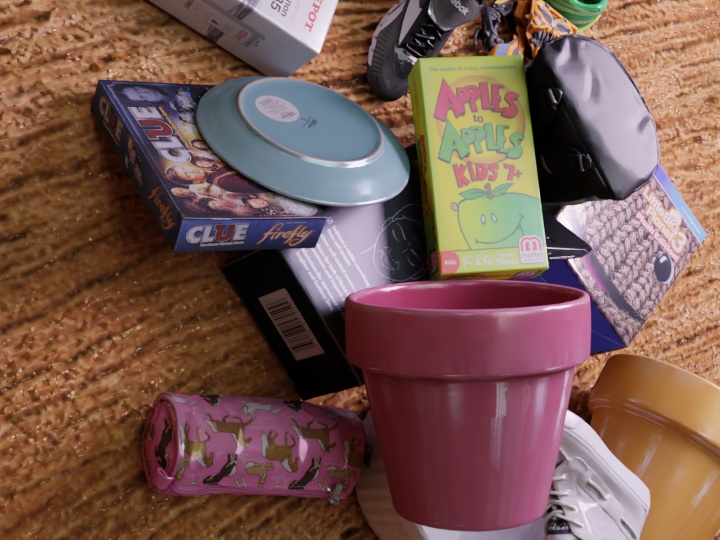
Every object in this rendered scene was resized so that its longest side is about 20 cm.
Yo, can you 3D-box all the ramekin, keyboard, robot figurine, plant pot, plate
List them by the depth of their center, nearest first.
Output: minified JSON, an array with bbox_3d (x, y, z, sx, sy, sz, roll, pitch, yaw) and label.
[{"bbox_3d":[0.088,0.107,0.989,0.199,0.199,0.180,-7,98,-36],"label":"plant pot"},{"bbox_3d":[-0.046,-0.125,1.069,0.199,0.026,0.201,15,36,-11],"label":"plate"},{"bbox_3d":[0.087,0.185,1.139,0.199,0.105,0.202,9,74,-33],"label":"ramekin"},{"bbox_3d":[0.129,-0.064,1.202,0.126,0.200,0.021,3,118,-37],"label":"keyboard"},{"bbox_3d":[0.302,0.216,1.241,0.200,0.200,0.184,38,75,-21],"label":"plant pot"},{"bbox_3d":[0.186,-0.218,1.340,0.145,0.058,0.201,29,64,-27],"label":"robot figurine"}]

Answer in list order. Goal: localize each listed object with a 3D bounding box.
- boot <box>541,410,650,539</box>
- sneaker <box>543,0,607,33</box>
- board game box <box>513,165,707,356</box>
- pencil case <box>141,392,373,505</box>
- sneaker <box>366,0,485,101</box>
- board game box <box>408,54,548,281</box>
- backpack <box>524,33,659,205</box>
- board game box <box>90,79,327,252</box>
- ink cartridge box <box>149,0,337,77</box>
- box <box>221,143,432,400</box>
[{"bbox_3d":[0.187,0.200,1.094,0.200,0.073,0.096,39,54,-21],"label":"boot"},{"bbox_3d":[0.212,-0.364,1.381,0.200,0.083,0.074,47,57,-15],"label":"sneaker"},{"bbox_3d":[0.261,-0.030,1.320,0.160,0.097,0.200,52,56,-13],"label":"board game box"},{"bbox_3d":[-0.090,0.154,1.040,0.199,0.086,0.083,10,104,-32],"label":"pencil case"},{"bbox_3d":[0.075,-0.261,1.227,0.066,0.090,0.201,36,83,-21],"label":"sneaker"},{"bbox_3d":[0.106,-0.093,1.104,0.101,0.048,0.202,-4,79,-9],"label":"board game box"},{"bbox_3d":[0.205,-0.137,1.183,0.153,0.200,0.164,-28,89,-25],"label":"backpack"},{"bbox_3d":[-0.132,-0.092,1.029,0.135,0.035,0.200,-3,42,-35],"label":"board game box"},{"bbox_3d":[-0.115,-0.296,1.135,0.199,0.083,0.147,30,63,-25],"label":"ink cartridge box"},{"bbox_3d":[0.000,0.000,1.125,0.200,0.107,0.149,-36,99,-35],"label":"box"}]
